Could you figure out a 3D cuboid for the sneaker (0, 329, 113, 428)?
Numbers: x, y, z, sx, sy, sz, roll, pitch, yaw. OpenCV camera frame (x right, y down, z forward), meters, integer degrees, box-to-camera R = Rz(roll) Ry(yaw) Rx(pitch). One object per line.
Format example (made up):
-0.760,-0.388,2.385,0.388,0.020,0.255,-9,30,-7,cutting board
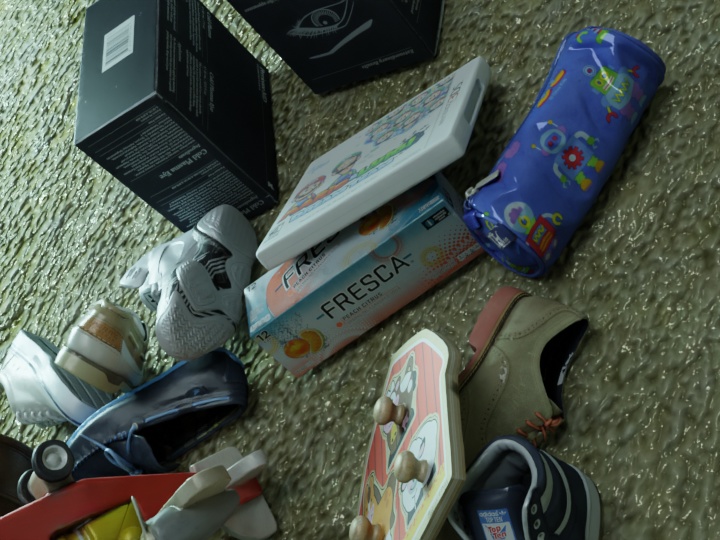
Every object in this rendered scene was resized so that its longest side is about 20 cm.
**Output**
-0.300,0.123,1.094,0.199,0.073,0.071,25,87,55,sneaker

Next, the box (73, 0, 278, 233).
-0.177,-0.163,1.103,0.103,0.182,0.202,-27,46,22,box

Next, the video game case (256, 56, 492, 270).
0.014,-0.093,0.944,0.199,0.024,0.183,-30,19,27,video game case

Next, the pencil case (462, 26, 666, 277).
0.151,-0.094,0.854,0.201,0.087,0.078,-57,15,-10,pencil case

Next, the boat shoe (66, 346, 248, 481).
-0.184,0.143,0.967,0.200,0.084,0.069,-40,46,13,boat shoe

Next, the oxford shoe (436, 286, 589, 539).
0.097,0.105,0.771,0.074,0.070,0.202,10,70,36,oxford shoe

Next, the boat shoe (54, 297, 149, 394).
-0.219,0.067,1.002,0.069,0.074,0.200,-61,6,-7,boat shoe

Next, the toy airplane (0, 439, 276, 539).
-0.153,0.202,0.838,0.197,0.200,0.143,-19,63,13,toy airplane

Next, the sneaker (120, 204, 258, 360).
-0.165,0.026,1.017,0.114,0.075,0.201,-29,25,26,sneaker

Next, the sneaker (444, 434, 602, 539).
0.098,0.198,0.672,0.070,0.108,0.202,-15,52,31,sneaker

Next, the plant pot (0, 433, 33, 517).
-0.378,0.267,0.969,0.199,0.200,0.200,-25,55,24,plant pot

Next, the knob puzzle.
0.020,0.126,0.768,0.220,0.030,0.222,-165,90,-80,knob puzzle

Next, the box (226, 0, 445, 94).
-0.032,-0.278,1.050,0.147,0.200,0.105,-11,54,32,box

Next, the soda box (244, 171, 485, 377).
0.000,0.000,0.920,0.199,0.068,0.064,-35,36,15,soda box
